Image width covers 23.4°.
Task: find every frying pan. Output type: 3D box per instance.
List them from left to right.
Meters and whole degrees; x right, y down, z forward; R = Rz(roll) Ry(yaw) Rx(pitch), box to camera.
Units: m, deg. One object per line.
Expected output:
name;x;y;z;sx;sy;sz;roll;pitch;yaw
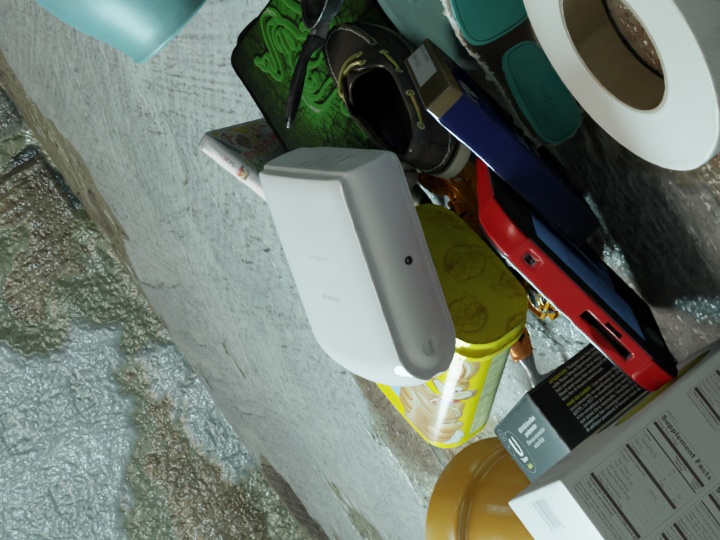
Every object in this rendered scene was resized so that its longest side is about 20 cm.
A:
frying pan;-0.031;-0.225;1.469;0.115;0.031;0.192;145;130;-68

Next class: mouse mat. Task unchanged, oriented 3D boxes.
mouse mat;-0.032;-0.178;1.537;0.007;0.161;0.201;6;-137;-48

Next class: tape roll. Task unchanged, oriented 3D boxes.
tape roll;0.181;-0.160;1.158;0.203;0.037;0.203;49;164;19

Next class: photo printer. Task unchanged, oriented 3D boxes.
photo printer;0.000;0.000;1.440;0.166;0.069;0.202;12;124;60

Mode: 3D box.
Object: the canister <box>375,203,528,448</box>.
canister;0.070;0.056;1.559;0.149;0.086;0.201;48;155;22

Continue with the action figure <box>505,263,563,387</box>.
action figure;0.114;0.043;1.657;0.194;0.105;0.200;51;169;-25

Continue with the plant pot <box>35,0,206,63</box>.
plant pot;-0.253;-0.329;1.823;0.188;0.201;0.200;43;168;-18

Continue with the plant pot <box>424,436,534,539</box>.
plant pot;0.196;0.268;1.747;0.183;0.200;0.201;-9;117;54

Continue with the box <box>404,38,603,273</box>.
box;0.120;-0.089;1.344;0.200;0.032;0.121;42;-167;-22

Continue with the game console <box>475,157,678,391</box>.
game console;0.165;-0.004;1.341;0.200;0.031;0.177;44;-162;-13

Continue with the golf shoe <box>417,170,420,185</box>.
golf shoe;0.038;-0.122;1.582;0.088;0.077;0.201;39;158;29

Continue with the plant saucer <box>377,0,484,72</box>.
plant saucer;0.049;-0.236;1.386;0.200;0.036;0.200;49;164;19

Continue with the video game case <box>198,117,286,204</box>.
video game case;-0.034;-0.086;1.651;0.182;0.200;0.023;38;116;15

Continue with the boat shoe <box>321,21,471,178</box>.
boat shoe;0.018;-0.150;1.435;0.060;0.072;0.201;9;-151;-41

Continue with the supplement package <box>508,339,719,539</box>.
supplement package;0.249;0.170;1.333;0.151;0.199;0.152;53;164;5

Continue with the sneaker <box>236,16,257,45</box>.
sneaker;-0.045;-0.193;1.701;0.089;0.074;0.200;52;174;-31

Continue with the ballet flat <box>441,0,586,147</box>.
ballet flat;0.104;-0.179;1.290;0.072;0.072;0.201;29;152;56

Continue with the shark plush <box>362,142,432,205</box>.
shark plush;-0.004;-0.105;1.570;0.200;0.090;0.084;-142;43;-58

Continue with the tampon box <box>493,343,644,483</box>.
tampon box;0.234;0.167;1.505;0.201;0.126;0.150;53;164;9

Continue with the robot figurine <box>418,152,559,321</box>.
robot figurine;0.131;-0.039;1.506;0.200;0.058;0.145;51;165;16
